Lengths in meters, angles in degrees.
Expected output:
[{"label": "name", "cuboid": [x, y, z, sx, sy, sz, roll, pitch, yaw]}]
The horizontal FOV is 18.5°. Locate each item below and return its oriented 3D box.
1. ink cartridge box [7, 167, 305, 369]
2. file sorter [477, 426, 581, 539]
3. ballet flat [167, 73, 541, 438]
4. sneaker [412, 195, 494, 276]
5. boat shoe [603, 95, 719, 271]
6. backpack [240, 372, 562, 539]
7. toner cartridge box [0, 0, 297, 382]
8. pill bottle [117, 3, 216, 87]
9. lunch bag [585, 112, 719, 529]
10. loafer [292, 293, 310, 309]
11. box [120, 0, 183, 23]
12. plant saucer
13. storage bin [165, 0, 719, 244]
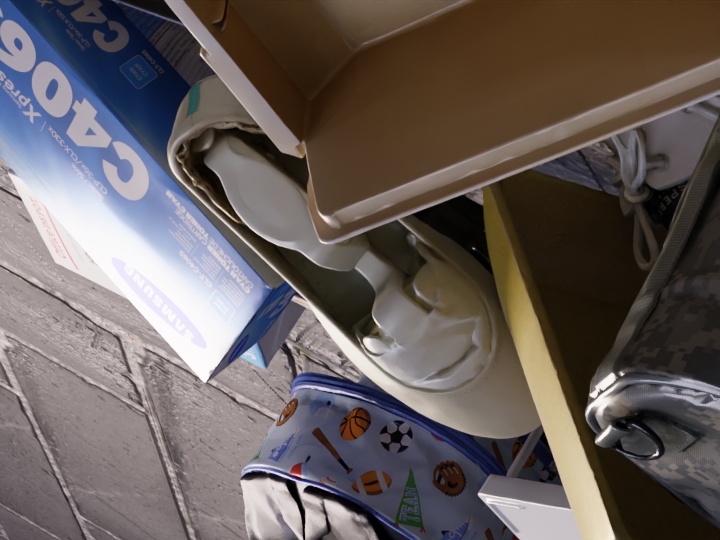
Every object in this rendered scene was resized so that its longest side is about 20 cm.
[{"label": "ink cartridge box", "cuboid": [-0.130, -0.032, 1.298, 0.199, 0.068, 0.115, 26, 158, 20]}, {"label": "file sorter", "cuboid": [0.188, 0.111, 1.063, 0.199, 0.125, 0.139, 4, 144, 52]}, {"label": "ballet flat", "cuboid": [0.000, 0.000, 0.889, 0.200, 0.070, 0.069, 42, 159, -2]}, {"label": "sneaker", "cuboid": [0.074, 0.016, 0.960, 0.200, 0.079, 0.075, 39, 129, -2]}, {"label": "boat shoe", "cuboid": [0.128, -0.042, 0.863, 0.201, 0.086, 0.075, 30, 159, 7]}, {"label": "backpack", "cuboid": [0.029, 0.139, 1.332, 0.199, 0.155, 0.190, 6, 155, 40]}, {"label": "toner cartridge box", "cuboid": [-0.107, -0.053, 0.981, 0.200, 0.043, 0.095, 47, 145, 6]}, {"label": "pill bottle", "cuboid": [-0.055, -0.065, 1.047, 0.199, 0.113, 0.112, 21, 157, 31]}, {"label": "lunch bag", "cuboid": [0.181, 0.008, 0.743, 0.167, 0.201, 0.139, 32, 157, -6]}, {"label": "loafer", "cuboid": [-0.008, 0.005, 1.089, 0.199, 0.063, 0.072, 27, 136, 33]}, {"label": "box", "cuboid": [-0.074, -0.122, 0.889, 0.199, 0.038, 0.136, 15, -172, -46]}, {"label": "plant saucer", "cuboid": [0.140, 0.061, 0.860, 0.199, 0.201, 0.049, 15, 128, -29]}, {"label": "storage bin", "cuboid": [0.009, -0.128, 0.713, 0.197, 0.094, 0.200, -21, 132, 24]}]
